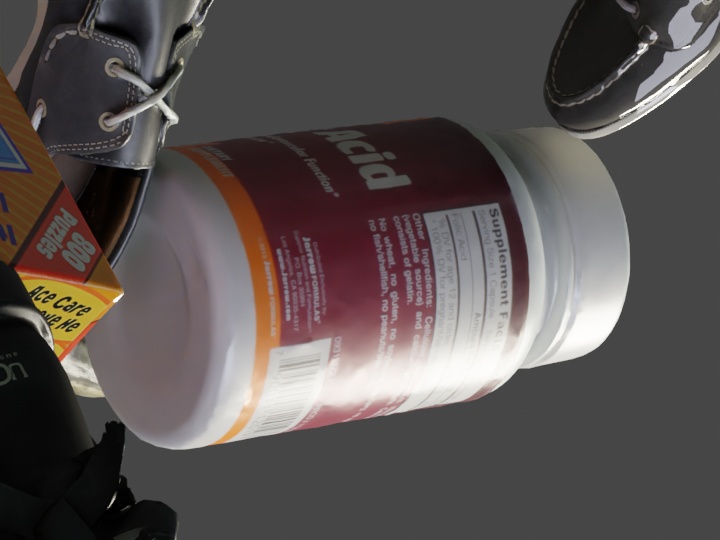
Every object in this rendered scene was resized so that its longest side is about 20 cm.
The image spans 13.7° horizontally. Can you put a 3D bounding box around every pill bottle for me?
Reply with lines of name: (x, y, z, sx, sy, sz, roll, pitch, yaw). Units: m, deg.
pill bottle: (0.000, 0.000, 1.174, 0.199, 0.114, 0.114, -8, 143, -34)

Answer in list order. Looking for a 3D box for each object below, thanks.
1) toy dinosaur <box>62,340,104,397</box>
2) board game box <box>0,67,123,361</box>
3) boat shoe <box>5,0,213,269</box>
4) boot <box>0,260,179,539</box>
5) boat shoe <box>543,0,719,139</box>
toy dinosaur: (-0.146, 0.038, 1.173, 0.088, 0.048, 0.200, -43, 152, 8)
board game box: (-0.233, -0.015, 0.859, 0.200, 0.200, 0.199, -46, 147, 23)
boat shoe: (-0.082, -0.068, 1.050, 0.072, 0.068, 0.200, -3, 138, -39)
boot: (-0.080, 0.108, 0.816, 0.073, 0.163, 0.199, -21, 147, -16)
boat shoe: (0.137, -0.136, 1.152, 0.200, 0.067, 0.057, -42, 132, 10)
